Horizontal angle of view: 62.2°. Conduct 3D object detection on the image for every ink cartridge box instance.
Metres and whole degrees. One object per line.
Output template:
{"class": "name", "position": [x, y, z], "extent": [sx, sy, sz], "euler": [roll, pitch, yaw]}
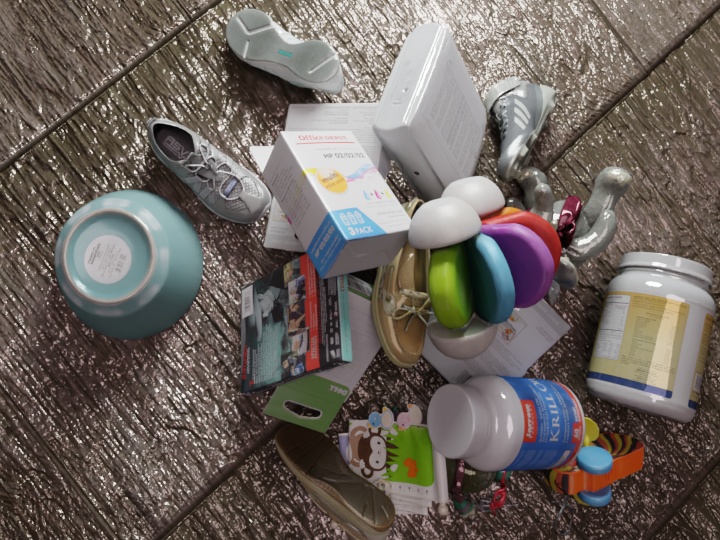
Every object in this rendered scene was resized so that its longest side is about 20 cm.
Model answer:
{"class": "ink cartridge box", "position": [-0.044, 0.106, 0.786], "extent": [0.102, 0.060, 0.203], "euler": [23, 107, -28]}
{"class": "ink cartridge box", "position": [-0.037, -0.098, 0.702], "extent": [0.113, 0.068, 0.203], "euler": [-11, 59, -42]}
{"class": "ink cartridge box", "position": [0.157, 0.066, 0.824], "extent": [0.200, 0.044, 0.174], "euler": [44, 102, -1]}
{"class": "ink cartridge box", "position": [-0.040, -0.121, 0.806], "extent": [0.156, 0.050, 0.208], "euler": [7, 86, 27]}

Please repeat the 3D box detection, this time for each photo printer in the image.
{"class": "photo printer", "position": [0.104, -0.193, 0.802], "extent": [0.068, 0.200, 0.171], "euler": [8, 68, 36]}

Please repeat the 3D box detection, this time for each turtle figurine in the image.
{"class": "turtle figurine", "position": [0.131, 0.255, 0.810], "extent": [0.193, 0.101, 0.155], "euler": [10, 78, 3]}

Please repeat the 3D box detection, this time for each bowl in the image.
{"class": "bowl", "position": [-0.309, -0.014, 0.774], "extent": [0.193, 0.105, 0.209], "euler": [1, 85, -7]}

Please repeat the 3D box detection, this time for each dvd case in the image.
{"class": "dvd case", "position": [-0.087, 0.063, 0.747], "extent": [0.022, 0.197, 0.151], "euler": [17, 59, -44]}

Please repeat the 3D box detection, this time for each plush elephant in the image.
{"class": "plush elephant", "position": [0.251, -0.053, 0.807], "extent": [0.161, 0.153, 0.207], "euler": [16, 100, 35]}

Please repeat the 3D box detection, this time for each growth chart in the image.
{"class": "growth chart", "position": [0.029, 0.258, 0.788], "extent": [0.195, 0.018, 0.150], "euler": [-17, 83, 28]}

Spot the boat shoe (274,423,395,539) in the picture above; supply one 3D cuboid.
{"class": "boat shoe", "position": [-0.042, 0.281, 0.780], "extent": [0.197, 0.071, 0.067], "euler": [33, 126, 26]}

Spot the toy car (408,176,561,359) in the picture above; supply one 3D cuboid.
{"class": "toy car", "position": [0.150, -0.007, 0.679], "extent": [0.146, 0.199, 0.181], "euler": [-2, 110, 32]}

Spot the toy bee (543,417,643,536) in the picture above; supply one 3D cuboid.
{"class": "toy bee", "position": [0.297, 0.267, 0.830], "extent": [0.195, 0.108, 0.136], "euler": [7, 99, -37]}

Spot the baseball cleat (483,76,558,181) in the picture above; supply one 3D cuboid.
{"class": "baseball cleat", "position": [0.212, -0.205, 0.851], "extent": [0.104, 0.071, 0.201], "euler": [26, 51, 15]}

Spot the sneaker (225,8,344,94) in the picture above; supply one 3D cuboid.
{"class": "sneaker", "position": [-0.107, -0.298, 0.842], "extent": [0.197, 0.080, 0.072], "euler": [32, 90, 16]}

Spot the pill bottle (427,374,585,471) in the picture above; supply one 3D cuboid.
{"class": "pill bottle", "position": [0.181, 0.190, 0.744], "extent": [0.195, 0.111, 0.117], "euler": [10, 83, -35]}

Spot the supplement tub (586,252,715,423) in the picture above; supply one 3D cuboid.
{"class": "supplement tub", "position": [0.404, 0.091, 0.829], "extent": [0.140, 0.144, 0.207], "euler": [17, 84, -5]}

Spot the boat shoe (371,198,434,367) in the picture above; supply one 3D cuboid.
{"class": "boat shoe", "position": [0.056, 0.013, 0.736], "extent": [0.071, 0.062, 0.207], "euler": [7, 71, -36]}

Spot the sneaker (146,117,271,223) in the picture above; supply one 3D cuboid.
{"class": "sneaker", "position": [-0.209, -0.131, 0.799], "extent": [0.197, 0.082, 0.076], "euler": [33, 87, 3]}
